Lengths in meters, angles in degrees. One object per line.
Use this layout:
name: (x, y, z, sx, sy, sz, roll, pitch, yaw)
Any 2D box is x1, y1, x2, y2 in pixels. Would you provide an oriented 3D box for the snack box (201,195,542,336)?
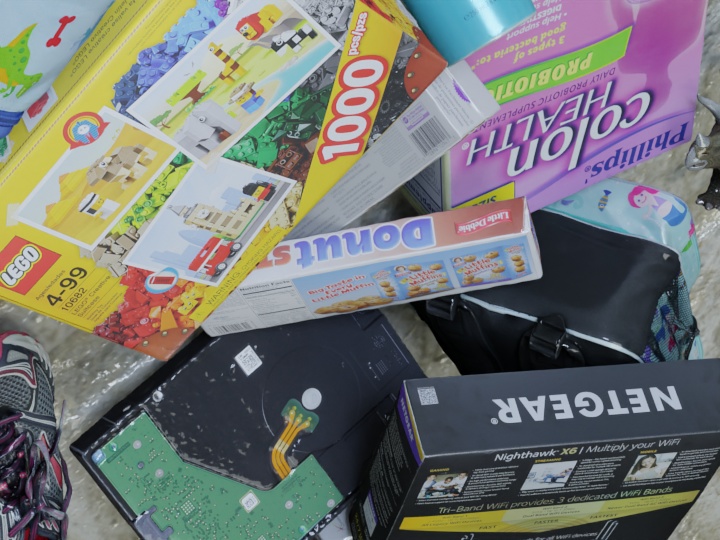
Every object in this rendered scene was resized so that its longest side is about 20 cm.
snack box: (0.000, 0.000, 0.915, 0.198, 0.024, 0.072, -10, 157, 8)

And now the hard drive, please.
hard drive: (-0.058, 0.096, 0.991, 0.200, 0.038, 0.140, -42, 108, -18)

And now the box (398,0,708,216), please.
box: (0.098, -0.141, 0.919, 0.175, 0.097, 0.201, -24, 139, -18)

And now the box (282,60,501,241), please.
box: (-0.003, -0.052, 0.889, 0.039, 0.042, 0.200, -38, -179, -41)

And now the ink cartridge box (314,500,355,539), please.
ink cartridge box: (-0.002, 0.221, 1.101, 0.173, 0.044, 0.201, -33, 141, -9)

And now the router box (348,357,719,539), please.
router box: (0.105, 0.121, 0.966, 0.198, 0.053, 0.158, -2, 144, -17)

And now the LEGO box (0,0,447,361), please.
LEGO box: (-0.085, -0.071, 0.722, 0.200, 0.077, 0.149, -46, 139, 17)

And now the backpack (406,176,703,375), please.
backpack: (0.133, 0.028, 1.046, 0.151, 0.177, 0.200, -60, 148, -23)

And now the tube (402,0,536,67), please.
tube: (0.011, -0.194, 0.766, 0.077, 0.201, 0.050, -33, -174, -12)

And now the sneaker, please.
sneaker: (-0.201, 0.116, 0.952, 0.080, 0.075, 0.201, -22, 137, -20)

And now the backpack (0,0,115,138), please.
backpack: (-0.192, -0.137, 0.613, 0.147, 0.200, 0.183, -47, 141, 11)

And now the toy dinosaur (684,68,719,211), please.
toy dinosaur: (0.253, -0.097, 1.025, 0.200, 0.076, 0.103, -57, 161, -48)
